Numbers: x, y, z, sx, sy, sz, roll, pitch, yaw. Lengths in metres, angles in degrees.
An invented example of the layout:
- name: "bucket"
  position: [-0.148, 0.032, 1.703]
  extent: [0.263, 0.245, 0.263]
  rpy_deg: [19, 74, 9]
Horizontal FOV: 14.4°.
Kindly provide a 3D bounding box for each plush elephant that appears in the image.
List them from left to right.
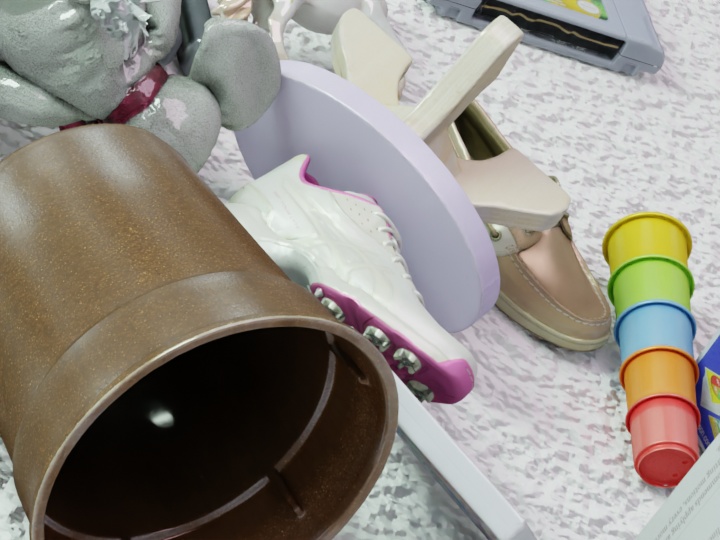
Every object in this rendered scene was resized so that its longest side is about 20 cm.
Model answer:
- name: "plush elephant"
  position: [-0.141, -0.111, 1.667]
  extent: [0.165, 0.155, 0.200]
  rpy_deg: [-37, 29, -16]

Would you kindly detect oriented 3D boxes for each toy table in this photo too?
- name: "toy table"
  position: [0.029, -0.067, 1.737]
  extent: [0.200, 0.184, 0.117]
  rpy_deg: [50, 52, 0]

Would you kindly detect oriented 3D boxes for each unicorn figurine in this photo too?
- name: "unicorn figurine"
  position: [-0.022, -0.168, 1.877]
  extent: [0.200, 0.074, 0.138]
  rpy_deg: [25, 51, -56]

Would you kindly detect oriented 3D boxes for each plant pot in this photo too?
- name: "plant pot"
  position: [-0.112, 0.042, 1.463]
  extent: [0.200, 0.201, 0.198]
  rpy_deg: [4, 35, -37]

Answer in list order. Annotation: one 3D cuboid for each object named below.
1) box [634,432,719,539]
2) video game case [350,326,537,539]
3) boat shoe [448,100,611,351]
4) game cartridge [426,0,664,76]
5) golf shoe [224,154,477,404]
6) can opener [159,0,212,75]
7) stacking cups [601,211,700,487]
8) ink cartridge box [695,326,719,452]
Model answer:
- name: "box"
  position: [0.271, 0.197, 1.563]
  extent: [0.199, 0.199, 0.172]
  rpy_deg: [16, 38, -24]
- name: "video game case"
  position: [0.053, 0.112, 1.544]
  extent: [0.143, 0.018, 0.200]
  rpy_deg: [48, -3, 21]
- name: "boat shoe"
  position: [0.098, -0.035, 1.829]
  extent: [0.072, 0.065, 0.200]
  rpy_deg: [-11, 56, -47]
- name: "game cartridge"
  position: [0.125, -0.217, 2.109]
  extent: [0.199, 0.041, 0.134]
  rpy_deg: [15, 34, -26]
- name: "golf shoe"
  position: [0.000, 0.000, 1.645]
  extent: [0.200, 0.075, 0.092]
  rpy_deg: [35, 66, 26]
- name: "can opener"
  position: [-0.124, -0.215, 1.868]
  extent: [0.053, 0.067, 0.200]
  rpy_deg: [14, 38, -27]
- name: "stacking cups"
  position: [0.182, 0.050, 1.803]
  extent: [0.060, 0.061, 0.200]
  rpy_deg: [23, 40, -16]
- name: "ink cartridge box"
  position: [0.285, 0.080, 1.722]
  extent: [0.047, 0.200, 0.198]
  rpy_deg: [9, 41, -31]
